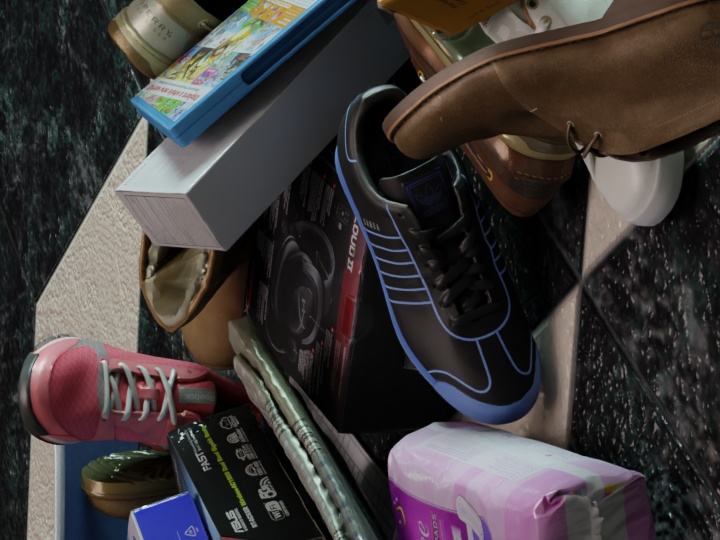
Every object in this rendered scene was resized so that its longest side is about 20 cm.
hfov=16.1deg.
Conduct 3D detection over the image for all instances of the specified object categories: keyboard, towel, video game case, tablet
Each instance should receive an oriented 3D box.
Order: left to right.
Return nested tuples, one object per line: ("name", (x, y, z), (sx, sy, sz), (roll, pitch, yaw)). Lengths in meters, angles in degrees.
("tablet", (-0.183, 0.196, 1.755), (0.130, 0.014, 0.201), (30, -122, -68))
("video game case", (-0.049, -0.153, 1.550), (0.018, 0.200, 0.143), (51, 176, -18))
("towel", (-0.014, 0.145, 1.515), (0.200, 0.034, 0.193), (60, 180, 40))
("keyboard", (-0.015, 0.128, 1.691), (0.200, 0.011, 0.057), (-131, 46, -56))

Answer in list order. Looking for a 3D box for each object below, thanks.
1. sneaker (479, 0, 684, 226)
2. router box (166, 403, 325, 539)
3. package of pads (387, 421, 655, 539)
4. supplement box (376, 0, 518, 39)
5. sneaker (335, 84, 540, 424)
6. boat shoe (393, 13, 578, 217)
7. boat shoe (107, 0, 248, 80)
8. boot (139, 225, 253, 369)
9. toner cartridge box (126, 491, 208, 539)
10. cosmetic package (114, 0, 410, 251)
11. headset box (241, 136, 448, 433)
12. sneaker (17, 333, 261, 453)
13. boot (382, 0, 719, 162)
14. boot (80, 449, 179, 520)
("sneaker", (0.103, -0.107, 1.319), (0.073, 0.084, 0.201), (121, 140, -48))
("router box", (-0.064, 0.212, 1.670), (0.150, 0.062, 0.201), (-124, 21, -53))
("package of pads", (0.088, 0.152, 1.355), (0.200, 0.075, 0.121), (-168, 68, -66))
("supplement box", (0.096, -0.188, 1.246), (0.200, 0.066, 0.069), (-28, 62, 30))
("sneaker", (0.042, -0.010, 1.417), (0.200, 0.070, 0.078), (61, 168, 13))
("boat shoe", (0.061, -0.107, 1.430), (0.200, 0.072, 0.068), (59, 141, 45))
("boat shoe", (-0.087, -0.167, 1.681), (0.066, 0.200, 0.074), (-44, 82, 25))
("boot", (-0.107, 0.004, 1.699), (0.200, 0.066, 0.176), (-57, -27, -74))
("toner cartridge box", (-0.095, 0.250, 1.615), (0.095, 0.043, 0.201), (108, 142, -65))
("cosmetic package", (-0.051, -0.095, 1.542), (0.082, 0.200, 0.051), (7, 138, 53))
("headset box", (0.000, 0.000, 1.570), (0.200, 0.077, 0.149), (-137, 50, -58))
("sneaker", (-0.142, 0.079, 1.688), (0.087, 0.200, 0.074), (-7, 80, 36))
("boot", (0.102, -0.081, 1.244), (0.199, 0.074, 0.076), (-19, 84, 26))
("boot", (-0.128, 0.227, 1.780), (0.066, 0.175, 0.201), (13, 101, 43))
